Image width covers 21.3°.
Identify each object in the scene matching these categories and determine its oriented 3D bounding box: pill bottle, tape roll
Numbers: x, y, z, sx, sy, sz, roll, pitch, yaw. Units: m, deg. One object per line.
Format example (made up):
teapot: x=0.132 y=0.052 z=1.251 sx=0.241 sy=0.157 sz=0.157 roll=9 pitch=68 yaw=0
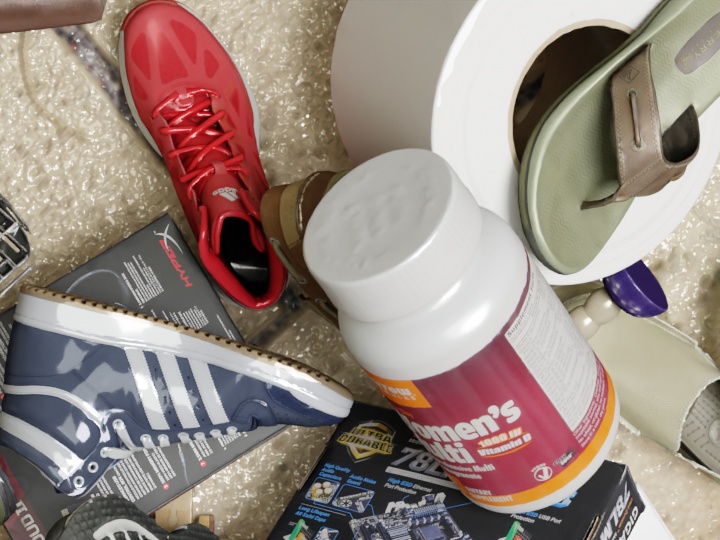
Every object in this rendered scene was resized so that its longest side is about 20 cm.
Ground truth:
pill bottle: x=0.055 y=0.034 z=1.037 sx=0.109 sy=0.110 sz=0.200 roll=-41 pitch=128 yaw=-4
tape roll: x=0.099 y=-0.107 z=1.131 sx=0.201 sy=0.139 sz=0.205 roll=-8 pitch=110 yaw=-23

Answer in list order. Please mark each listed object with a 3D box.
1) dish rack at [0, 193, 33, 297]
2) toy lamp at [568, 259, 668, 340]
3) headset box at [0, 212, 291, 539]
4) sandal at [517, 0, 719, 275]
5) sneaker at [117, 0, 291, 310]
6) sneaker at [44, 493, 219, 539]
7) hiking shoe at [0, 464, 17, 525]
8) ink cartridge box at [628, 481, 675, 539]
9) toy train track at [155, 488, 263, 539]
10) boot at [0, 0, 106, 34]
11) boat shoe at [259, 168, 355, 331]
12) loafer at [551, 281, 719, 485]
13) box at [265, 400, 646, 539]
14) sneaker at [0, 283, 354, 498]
dish rack: x=-0.282 y=0.026 z=1.115 sx=0.200 sy=0.153 sz=0.055 roll=-43 pitch=141 yaw=-12
toy lamp: x=0.100 y=0.064 z=1.188 sx=0.200 sy=0.058 sz=0.058 roll=-39 pitch=100 yaw=21
headset box: x=-0.162 y=0.082 z=1.155 sx=0.199 sy=0.075 sz=0.149 roll=-32 pitch=88 yaw=-6
sandal: x=0.159 y=-0.085 z=1.053 sx=0.080 sy=0.057 sz=0.201 roll=42 pitch=86 yaw=-31
sneaker: x=-0.084 y=-0.070 z=1.146 sx=0.078 sy=0.116 sz=0.201 roll=-26 pitch=98 yaw=-6
sneaker: x=-0.133 y=0.183 z=1.092 sx=0.080 sy=0.200 sz=0.074 roll=-30 pitch=67 yaw=8
hiking shoe: x=-0.288 y=0.165 z=1.106 sx=0.200 sy=0.100 sz=0.076 roll=-42 pitch=78 yaw=35
ink cartridge box: x=0.093 y=0.206 z=1.183 sx=0.199 sy=0.145 sz=0.085 roll=-34 pitch=99 yaw=-5
toy train track: x=-0.117 y=0.222 z=1.199 sx=0.113 sy=0.033 sz=0.202 roll=1 pitch=84 yaw=2
boot: x=-0.230 y=-0.134 z=1.136 sx=0.198 sy=0.064 sz=0.188 roll=-13 pitch=85 yaw=-12
boat shoe: x=0.000 y=0.000 z=1.135 sx=0.073 sy=0.200 sz=0.076 roll=5 pitch=61 yaw=25
loafer: x=0.196 y=0.073 z=1.227 sx=0.199 sy=0.068 sz=0.076 roll=33 pitch=89 yaw=-10
box: x=0.034 y=0.180 z=1.097 sx=0.199 sy=0.199 sz=0.050 roll=-57 pitch=140 yaw=-30
sneaker: x=-0.110 y=0.085 z=1.086 sx=0.198 sy=0.070 sz=0.110 roll=16 pitch=87 yaw=-4
